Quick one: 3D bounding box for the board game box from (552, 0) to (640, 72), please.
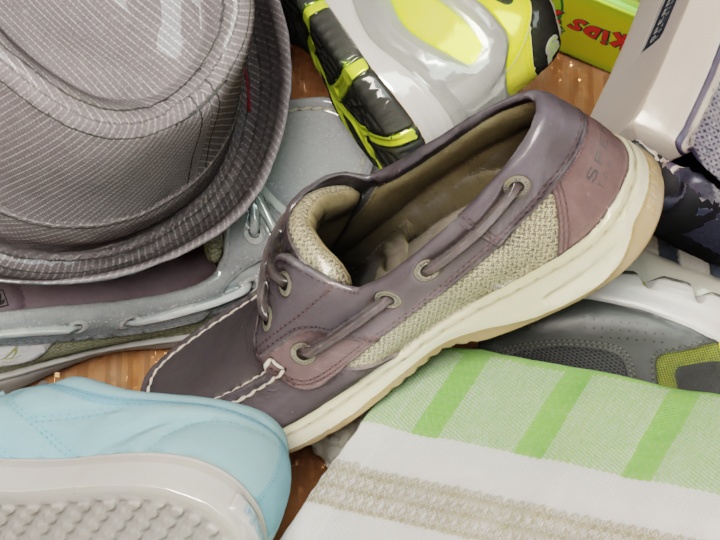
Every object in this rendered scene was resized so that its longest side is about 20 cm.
[{"bbox_3d":[0.122,-0.123,0.895,0.199,0.048,0.102,22,67,-3],"label":"board game box"}]

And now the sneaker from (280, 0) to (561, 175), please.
[{"bbox_3d":[0.002,-0.114,0.829,0.076,0.076,0.200,-27,54,-6],"label":"sneaker"}]

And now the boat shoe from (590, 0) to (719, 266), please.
[{"bbox_3d":[0.149,-0.083,0.816,0.093,0.075,0.200,32,66,-10],"label":"boat shoe"}]

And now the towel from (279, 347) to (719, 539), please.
[{"bbox_3d":[0.029,0.107,0.693,0.149,0.031,0.200,11,50,38],"label":"towel"}]

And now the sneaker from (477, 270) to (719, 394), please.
[{"bbox_3d":[0.124,0.070,0.793,0.199,0.074,0.085,28,62,-11],"label":"sneaker"}]

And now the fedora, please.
[{"bbox_3d":[-0.108,-0.093,0.745,0.177,0.090,0.200,-38,84,-25],"label":"fedora"}]

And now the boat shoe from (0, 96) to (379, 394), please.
[{"bbox_3d":[-0.078,-0.012,0.804,0.201,0.065,0.075,-18,75,-18],"label":"boat shoe"}]

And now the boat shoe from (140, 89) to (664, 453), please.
[{"bbox_3d":[0.000,0.000,0.755,0.065,0.200,0.072,44,35,-30],"label":"boat shoe"}]

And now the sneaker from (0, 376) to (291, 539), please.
[{"bbox_3d":[-0.115,0.070,0.757,0.199,0.074,0.082,5,27,16],"label":"sneaker"}]

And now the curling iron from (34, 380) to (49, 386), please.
[{"bbox_3d":[-0.034,0.104,0.787,0.200,0.026,0.050,39,109,9],"label":"curling iron"}]

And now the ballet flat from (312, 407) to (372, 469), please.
[{"bbox_3d":[0.053,0.082,0.796,0.072,0.072,0.200,-39,81,-21],"label":"ballet flat"}]

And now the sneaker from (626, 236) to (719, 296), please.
[{"bbox_3d":[0.104,-0.014,0.842,0.199,0.075,0.085,25,59,-9],"label":"sneaker"}]
